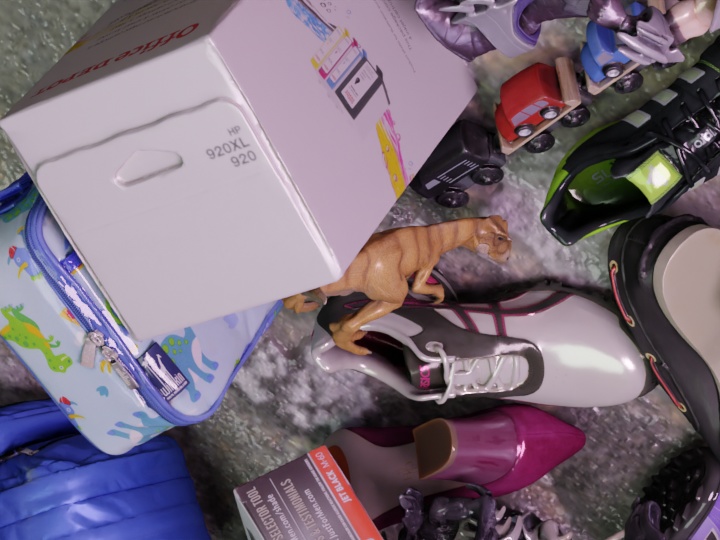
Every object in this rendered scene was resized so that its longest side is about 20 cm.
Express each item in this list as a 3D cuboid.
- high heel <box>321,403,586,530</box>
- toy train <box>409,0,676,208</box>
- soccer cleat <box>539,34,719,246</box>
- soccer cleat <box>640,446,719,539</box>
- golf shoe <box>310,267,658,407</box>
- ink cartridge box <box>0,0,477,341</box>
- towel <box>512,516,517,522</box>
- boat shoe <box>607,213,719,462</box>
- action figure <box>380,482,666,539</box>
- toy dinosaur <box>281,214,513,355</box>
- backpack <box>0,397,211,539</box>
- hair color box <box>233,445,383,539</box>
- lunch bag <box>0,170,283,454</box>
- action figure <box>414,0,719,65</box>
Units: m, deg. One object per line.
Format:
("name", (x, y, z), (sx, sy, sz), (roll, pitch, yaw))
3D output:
("high heel", (0.046, 0.121, 1.572), (0.200, 0.096, 0.068), (-19, 71, 59))
("toy train", (0.096, -0.090, 1.407), (0.046, 0.034, 0.200), (20, 141, -37))
("soccer cleat", (0.175, -0.070, 1.360), (0.200, 0.081, 0.068), (-34, 103, 38))
("soccer cleat", (0.185, 0.180, 1.542), (0.073, 0.068, 0.200), (18, 129, -8))
("golf shoe", (0.069, 0.050, 1.491), (0.199, 0.088, 0.077), (11, 124, 18))
("ink cartridge box", (-0.060, -0.086, 1.388), (0.147, 0.200, 0.145), (-18, 112, 34))
("towel", (0.074, 0.264, 1.604), (0.200, 0.048, 0.172), (-43, 66, 46))
("boat shoe", (0.200, 0.050, 1.445), (0.063, 0.074, 0.202), (26, 152, 57))
("action figure", (0.085, 0.176, 1.475), (0.199, 0.102, 0.119), (0, 144, 27))
("toy dinosaur", (0.000, 0.000, 1.409), (0.061, 0.200, 0.106), (55, 130, 12))
("backpack", (-0.202, 0.165, 1.650), (0.200, 0.162, 0.168), (-18, 88, 38))
("hair color box", (-0.009, 0.206, 1.526), (0.111, 0.064, 0.200), (57, 168, 36))
("lunch bag", (-0.122, -0.008, 1.471), (0.082, 0.200, 0.161), (-26, 107, 36))
("action figure", (0.130, -0.151, 1.309), (0.199, 0.130, 0.069), (-11, 133, 38))
